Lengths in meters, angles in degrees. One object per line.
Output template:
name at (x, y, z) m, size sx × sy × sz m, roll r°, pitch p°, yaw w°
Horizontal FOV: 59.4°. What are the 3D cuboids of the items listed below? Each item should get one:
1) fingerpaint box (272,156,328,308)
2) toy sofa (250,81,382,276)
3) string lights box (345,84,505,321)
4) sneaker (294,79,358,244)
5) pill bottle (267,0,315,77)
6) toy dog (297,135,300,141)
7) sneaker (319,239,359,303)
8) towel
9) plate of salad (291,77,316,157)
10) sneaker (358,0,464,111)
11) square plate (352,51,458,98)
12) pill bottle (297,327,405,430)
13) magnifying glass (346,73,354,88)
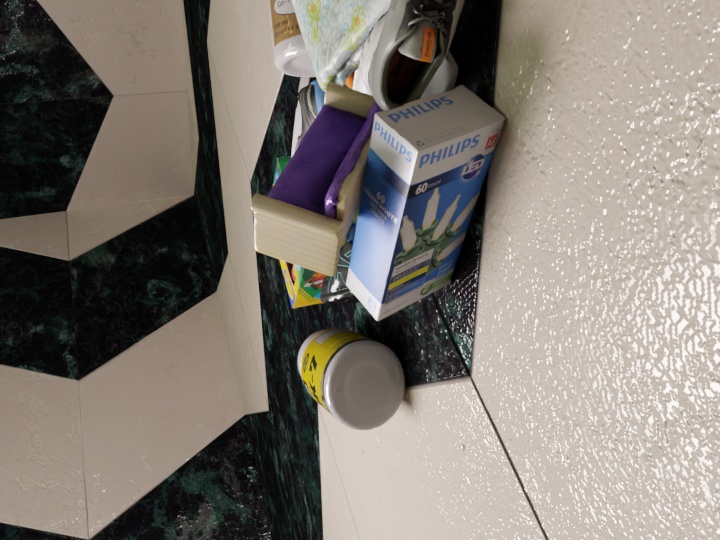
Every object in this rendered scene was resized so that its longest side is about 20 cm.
fingerpaint box at (-0.100, -0.065, 1.088) m, size 0.168 × 0.072 × 0.204 m, roll 116°, pitch 141°, yaw -60°
toy sofa at (-0.027, -0.103, 0.591) m, size 0.099 × 0.081 × 0.202 m, roll 100°, pitch -170°, yaw -48°
string lights box at (0.052, -0.056, 0.579) m, size 0.059 × 0.101 × 0.203 m, roll 47°, pitch 146°, yaw 30°
sneaker at (-0.032, -0.127, 0.756) m, size 0.082 × 0.070 × 0.204 m, roll 22°, pitch 131°, yaw 46°
pill bottle at (-0.059, -0.350, 0.762) m, size 0.114 × 0.112 × 0.206 m, roll 178°, pitch 86°, yaw -71°
toy dog at (-0.043, -0.128, 0.851) m, size 0.132 × 0.094 × 0.204 m, roll -127°, pitch 33°, yaw -54°
sneaker at (0.000, 0.000, 0.843) m, size 0.199 × 0.074 × 0.081 m, roll -22°, pitch 72°, yaw 62°
towel at (-0.007, -0.304, 0.613) m, size 0.199 × 0.047 × 0.175 m, roll -31°, pitch 70°, yaw 48°
plate of salad at (-0.076, -0.225, 0.965) m, size 0.200 × 0.047 × 0.206 m, roll -172°, pitch 90°, yaw -85°
sneaker at (0.057, -0.216, 0.500) m, size 0.080 × 0.072 × 0.203 m, roll -102°, pitch 26°, yaw -49°
square plate at (0.042, -0.193, 0.672) m, size 0.202 × 0.028 × 0.201 m, roll 105°, pitch 150°, yaw -51°
pill bottle at (-0.022, 0.144, 0.896) m, size 0.199 × 0.112 × 0.117 m, roll -175°, pitch 76°, yaw -71°
magnifying glass at (-0.037, -0.306, 0.864) m, size 0.080 × 0.022 × 0.203 m, roll 105°, pitch 148°, yaw -51°
